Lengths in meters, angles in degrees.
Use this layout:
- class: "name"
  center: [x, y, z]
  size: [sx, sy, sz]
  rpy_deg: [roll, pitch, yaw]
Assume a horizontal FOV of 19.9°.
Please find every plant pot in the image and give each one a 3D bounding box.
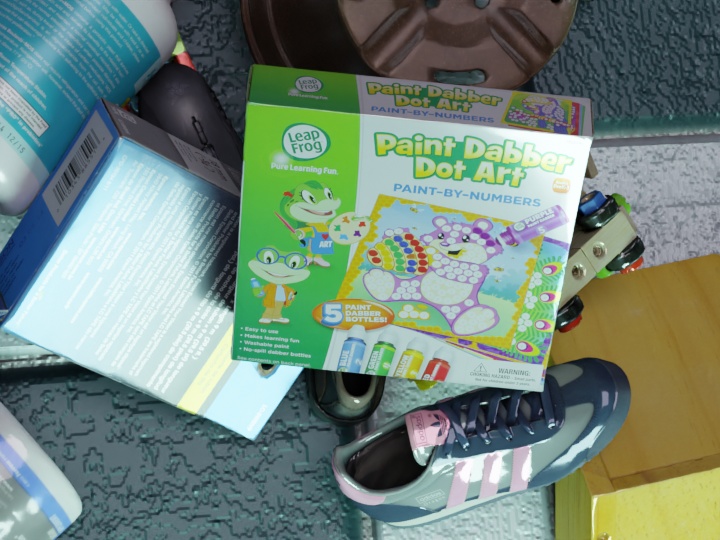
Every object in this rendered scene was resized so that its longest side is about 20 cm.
- class: "plant pot"
  center: [0.037, -0.175, 1.273]
  size: [0.199, 0.198, 0.202]
  rpy_deg: [-1, 94, -12]

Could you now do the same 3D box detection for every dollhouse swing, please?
- class: "dollhouse swing"
  center: [0.217, 0.119, 1.395]
  size: [0.198, 0.176, 0.183]
  rpy_deg: [-12, 124, -13]

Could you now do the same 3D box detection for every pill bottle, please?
- class: "pill bottle"
  center: [-0.192, -0.139, 1.301]
  size: [0.111, 0.111, 0.200]
  rpy_deg: [42, 76, -1]
- class: "pill bottle"
  center: [-0.278, 0.171, 1.252]
  size: [0.200, 0.114, 0.114]
  rpy_deg: [-42, 90, -14]

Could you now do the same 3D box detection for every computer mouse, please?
- class: "computer mouse"
  center: [-0.087, -0.047, 1.345]
  size: [0.058, 0.034, 0.201]
  rpy_deg: [-29, 87, -15]

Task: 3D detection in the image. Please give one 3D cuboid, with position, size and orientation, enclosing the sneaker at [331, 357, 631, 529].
- class: "sneaker"
  center: [0.073, 0.106, 1.295]
  size: [0.199, 0.082, 0.071]
  rpy_deg: [-29, 56, 22]

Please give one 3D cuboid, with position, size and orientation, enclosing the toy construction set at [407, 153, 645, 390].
- class: "toy construction set"
  center: [0.109, -0.005, 1.357]
  size: [0.092, 0.131, 0.201]
  rpy_deg: [41, 70, -20]

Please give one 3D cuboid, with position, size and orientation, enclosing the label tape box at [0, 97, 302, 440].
- class: "label tape box"
  center: [-0.116, 0.003, 1.300]
  size: [0.199, 0.063, 0.145]
  rpy_deg: [28, 104, -33]

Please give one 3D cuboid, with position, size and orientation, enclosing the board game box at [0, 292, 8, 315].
- class: "board game box"
  center: [-0.320, -0.006, 1.250]
  size: [0.061, 0.200, 0.201]
  rpy_deg: [-3, 59, -47]

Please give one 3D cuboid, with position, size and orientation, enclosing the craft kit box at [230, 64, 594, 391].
- class: "craft kit box"
  center: [0.026, -0.022, 1.217]
  size: [0.198, 0.199, 0.049]
  rpy_deg: [5, 37, -1]

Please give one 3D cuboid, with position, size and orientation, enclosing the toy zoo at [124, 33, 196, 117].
- class: "toy zoo"
  center: [-0.153, -0.073, 1.365]
  size: [0.130, 0.020, 0.201]
  rpy_deg: [-24, 85, -14]

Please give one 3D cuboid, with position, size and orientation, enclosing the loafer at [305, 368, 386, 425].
- class: "loafer"
  center: [0.000, 0.000, 1.359]
  size: [0.071, 0.063, 0.202]
  rpy_deg: [3, 79, -10]
